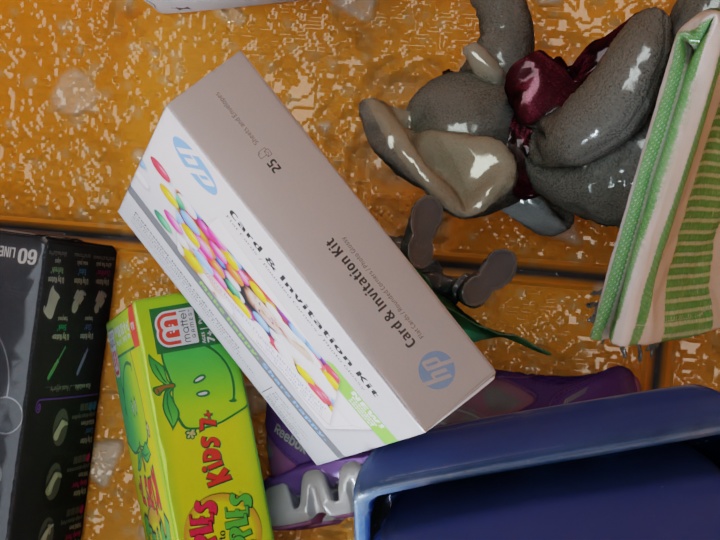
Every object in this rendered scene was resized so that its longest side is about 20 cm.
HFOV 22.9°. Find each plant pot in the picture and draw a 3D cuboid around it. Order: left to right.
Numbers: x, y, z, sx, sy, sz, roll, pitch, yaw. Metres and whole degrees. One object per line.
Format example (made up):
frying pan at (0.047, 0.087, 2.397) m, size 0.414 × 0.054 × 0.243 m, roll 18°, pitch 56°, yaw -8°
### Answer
plant pot at (0.092, 0.165, 0.775) m, size 0.200 × 0.200 × 0.180 m, roll -9°, pitch 62°, yaw -2°

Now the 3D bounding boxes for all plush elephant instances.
plush elephant at (0.091, -0.074, 0.823) m, size 0.155 × 0.165 × 0.200 m, roll 17°, pitch 89°, yaw 14°

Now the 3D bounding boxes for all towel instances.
towel at (0.179, -0.042, 0.781) m, size 0.023 × 0.200 × 0.153 m, roll 24°, pitch 108°, yaw 37°

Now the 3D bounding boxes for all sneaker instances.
sneaker at (0.037, 0.068, 0.877) m, size 0.200 × 0.080 × 0.089 m, roll -14°, pitch 77°, yaw 12°

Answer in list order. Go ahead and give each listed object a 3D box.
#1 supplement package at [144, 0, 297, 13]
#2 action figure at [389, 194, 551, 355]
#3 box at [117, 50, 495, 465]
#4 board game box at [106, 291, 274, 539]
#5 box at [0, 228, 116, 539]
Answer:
supplement package at (-0.055, -0.199, 0.839) m, size 0.156 × 0.200 × 0.111 m, roll -4°, pitch 87°, yaw 11°
action figure at (0.000, 0.000, 0.836) m, size 0.118 × 0.200 × 0.055 m, roll 37°, pitch 75°, yaw -19°
box at (-0.031, 0.005, 0.747) m, size 0.041 × 0.200 × 0.156 m, roll -38°, pitch 91°, yaw -17°
board game box at (-0.079, 0.114, 0.878) m, size 0.048 × 0.102 × 0.200 m, roll -10°, pitch 85°, yaw -17°
box at (-0.208, 0.076, 0.908) m, size 0.122 × 0.106 × 0.200 m, roll 7°, pitch 90°, yaw 12°
